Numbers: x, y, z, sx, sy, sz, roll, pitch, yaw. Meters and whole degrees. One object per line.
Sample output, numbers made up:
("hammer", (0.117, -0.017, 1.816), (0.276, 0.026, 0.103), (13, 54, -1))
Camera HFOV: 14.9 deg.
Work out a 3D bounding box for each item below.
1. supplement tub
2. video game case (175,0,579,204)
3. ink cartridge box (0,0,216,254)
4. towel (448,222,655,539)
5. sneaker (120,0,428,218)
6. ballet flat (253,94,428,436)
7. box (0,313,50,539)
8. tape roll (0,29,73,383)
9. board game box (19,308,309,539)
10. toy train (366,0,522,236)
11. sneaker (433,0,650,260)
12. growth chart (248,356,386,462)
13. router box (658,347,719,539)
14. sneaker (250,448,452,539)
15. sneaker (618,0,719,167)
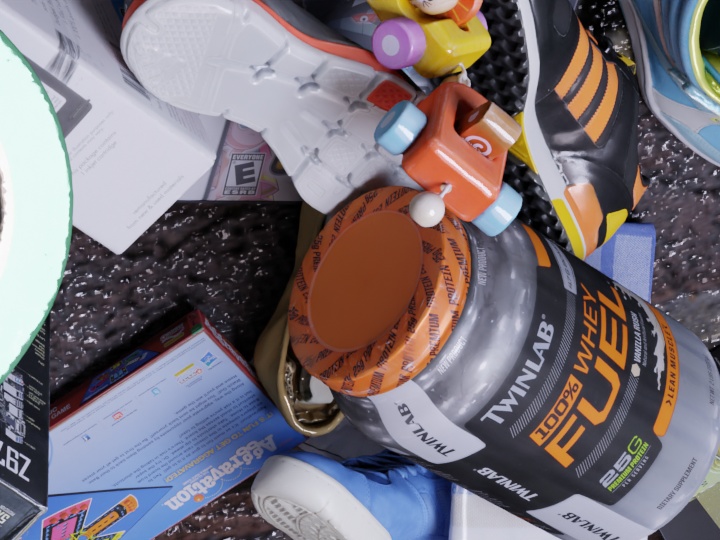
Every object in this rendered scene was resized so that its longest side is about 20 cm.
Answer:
("supplement tub", (0.068, 0.044, 1.284), (0.200, 0.123, 0.123), (29, 111, -40))
("video game case", (0.005, -0.111, 1.318), (0.200, 0.026, 0.181), (0, 126, -22))
("ink cartridge box", (-0.164, -0.106, 1.193), (0.067, 0.116, 0.200), (-43, 129, 15))
("towel", (0.098, 0.071, 1.412), (0.147, 0.024, 0.200), (2, 90, -44))
("sneaker", (-0.030, -0.094, 1.244), (0.077, 0.082, 0.200), (-40, 132, 18))
("ballet flat", (0.000, 0.000, 1.346), (0.069, 0.063, 0.200), (3, 130, -19))
("box", (-0.237, 0.029, 1.210), (0.200, 0.164, 0.086), (36, 115, -28))
("tape roll", (-0.214, -0.024, 1.081), (0.200, 0.048, 0.201), (-6, 103, -24))
("board game box", (-0.136, 0.106, 1.424), (0.200, 0.019, 0.103), (-33, 129, 10))
("toy train", (0.008, -0.114, 1.182), (0.200, 0.150, 0.056), (42, 122, -12))
("sneaker", (0.090, -0.097, 1.318), (0.090, 0.070, 0.200), (-39, 130, -30))
("growth chart", (0.027, 0.062, 1.468), (0.145, 0.018, 0.200), (-41, 130, 11))
("router box", (0.244, 0.120, 1.579), (0.157, 0.052, 0.200), (-31, 131, 3))
("sneaker", (0.020, 0.102, 1.405), (0.200, 0.077, 0.111), (41, 71, -53))
("sneaker", (0.184, -0.092, 1.337), (0.079, 0.131, 0.200), (-33, 132, 3))
